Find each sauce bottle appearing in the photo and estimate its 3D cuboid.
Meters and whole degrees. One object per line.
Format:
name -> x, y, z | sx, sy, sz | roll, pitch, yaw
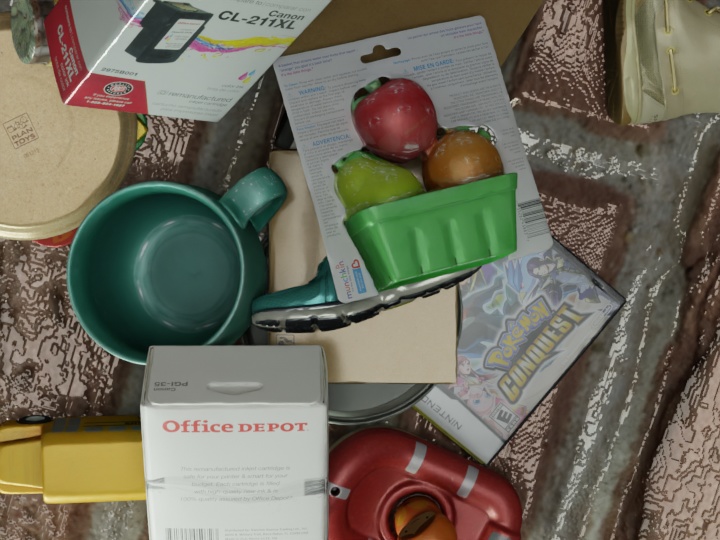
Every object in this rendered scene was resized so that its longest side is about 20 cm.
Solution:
sauce bottle -> -0.185, -0.201, 1.354 | 0.200, 0.065, 0.065 | -3, 100, -29

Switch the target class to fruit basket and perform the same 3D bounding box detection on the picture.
fruit basket -> 0.040, -0.089, 1.294 | 0.185, 0.094, 0.200 | -15, 79, -17

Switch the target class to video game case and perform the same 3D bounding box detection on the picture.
video game case -> 0.109, 0.046, 1.474 | 0.181, 0.026, 0.200 | 40, 92, -11

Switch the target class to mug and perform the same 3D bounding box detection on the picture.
mug -> -0.140, 0.001, 1.375 | 0.185, 0.114, 0.152 | -7, 88, 11

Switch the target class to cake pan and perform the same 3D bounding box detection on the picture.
cake pan -> -0.010, 0.036, 1.430 | 0.200, 0.037, 0.201 | 0, 90, 2

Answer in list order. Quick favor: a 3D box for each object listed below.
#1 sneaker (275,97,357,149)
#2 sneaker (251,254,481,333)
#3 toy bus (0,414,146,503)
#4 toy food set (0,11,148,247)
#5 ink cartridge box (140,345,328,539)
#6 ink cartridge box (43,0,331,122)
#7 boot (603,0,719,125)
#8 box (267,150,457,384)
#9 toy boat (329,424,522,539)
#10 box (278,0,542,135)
sneaker -> 0.019, -0.167, 1.400 | 0.108, 0.067, 0.202 | 33, 82, -10
sneaker -> 0.000, 0.000, 1.358 | 0.200, 0.078, 0.080 | -21, 83, -9
toy bus -> -0.215, 0.163, 1.424 | 0.200, 0.078, 0.065 | -1, 99, -7
toy food set -> -0.287, -0.118, 1.388 | 0.200, 0.049, 0.198 | -41, 101, 0
ink cartridge box -> -0.098, 0.161, 1.329 | 0.146, 0.083, 0.200 | 0, 124, -2
ink cartridge box -> -0.126, -0.203, 1.229 | 0.146, 0.200, 0.083 | 3, 61, -36
boot -> 0.295, -0.229, 1.432 | 0.155, 0.073, 0.200 | -3, 100, -6
box -> 0.003, -0.003, 1.399 | 0.163, 0.021, 0.200 | 0, 89, 2
toy boat -> 0.050, 0.223, 1.439 | 0.200, 0.131, 0.131 | 25, 94, -10
box -> 0.043, -0.208, 1.325 | 0.200, 0.021, 0.164 | 21, 111, -36
